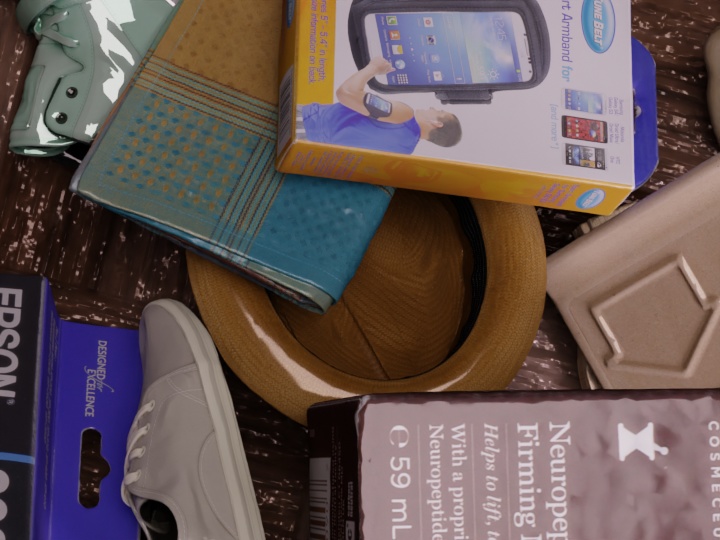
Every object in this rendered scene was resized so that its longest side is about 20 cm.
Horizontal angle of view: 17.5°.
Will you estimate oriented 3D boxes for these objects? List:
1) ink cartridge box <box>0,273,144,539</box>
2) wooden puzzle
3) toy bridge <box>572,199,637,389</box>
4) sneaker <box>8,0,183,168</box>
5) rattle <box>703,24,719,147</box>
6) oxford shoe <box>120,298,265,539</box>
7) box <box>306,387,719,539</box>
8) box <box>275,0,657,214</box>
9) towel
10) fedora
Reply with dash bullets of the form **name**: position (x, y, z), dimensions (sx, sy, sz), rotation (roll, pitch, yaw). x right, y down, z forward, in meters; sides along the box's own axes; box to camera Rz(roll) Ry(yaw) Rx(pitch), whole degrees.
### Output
- **ink cartridge box**: position (-0.203, 0.082, 1.145), dimensions (0.199, 0.043, 0.199), rotation (5, 46, -10)
- **wooden puzzle**: position (0.210, 0.040, 1.199), dimensions (0.200, 0.185, 0.046), rotation (58, 36, 1)
- **toy bridge**: position (0.158, 0.067, 1.267), dimensions (0.067, 0.027, 0.201), rotation (-21, 84, -11)
- **sneaker**: position (-0.167, -0.129, 1.219), dimensions (0.200, 0.074, 0.118), rotation (38, 69, -4)
- **rattle**: position (0.279, -0.076, 1.316), dimensions (0.130, 0.143, 0.200), rotation (-29, 102, 17)
- **oxford shoe**: position (-0.091, 0.091, 1.144), dimensions (0.058, 0.075, 0.200), rotation (-5, 47, -14)
- **box**: position (0.082, 0.139, 1.082), dimensions (0.199, 0.164, 0.167), rotation (-1, 85, -9)
- **box**: position (0.060, -0.098, 1.176), dimensions (0.199, 0.041, 0.119), rotation (6, 68, -12)
- **towel**: position (-0.040, -0.087, 1.194), dimensions (0.146, 0.022, 0.200), rotation (25, 64, 3)
- **fedora**: position (0.000, 0.000, 1.224), dimensions (0.200, 0.082, 0.201), rotation (2, 71, -7)
